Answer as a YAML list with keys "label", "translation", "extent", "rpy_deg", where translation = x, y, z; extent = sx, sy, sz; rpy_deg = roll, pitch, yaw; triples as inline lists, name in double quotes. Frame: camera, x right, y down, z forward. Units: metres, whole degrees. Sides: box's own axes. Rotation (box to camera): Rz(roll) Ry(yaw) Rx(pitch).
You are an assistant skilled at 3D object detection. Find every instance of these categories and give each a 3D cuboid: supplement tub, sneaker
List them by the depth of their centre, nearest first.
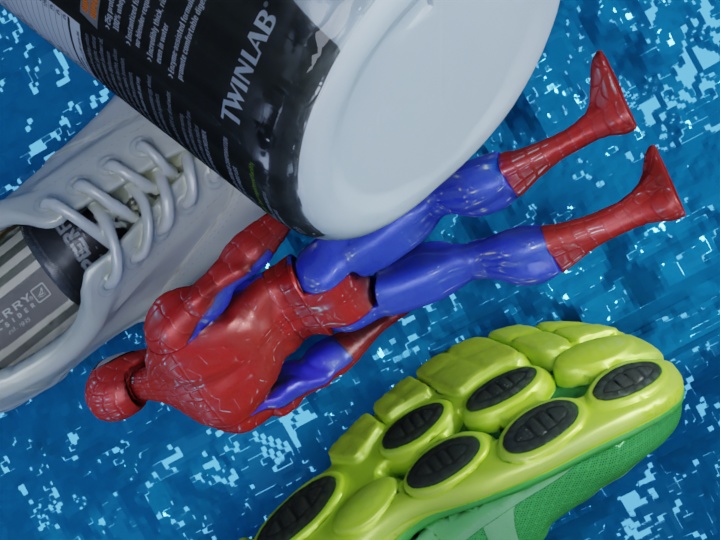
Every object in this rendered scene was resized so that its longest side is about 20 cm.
- label: "supplement tub"
  translation: [-0.048, -0.110, 0.774]
  extent: [0.200, 0.122, 0.123]
  rpy_deg: [39, 107, 24]
- label: "sneaker"
  translation: [-0.073, -0.016, 0.845]
  extent: [0.200, 0.071, 0.073]
  rpy_deg: [-43, 91, 14]
- label: "sneaker"
  translation: [0.024, 0.092, 0.852]
  extent: [0.200, 0.074, 0.084]
  rpy_deg: [-39, 124, 10]

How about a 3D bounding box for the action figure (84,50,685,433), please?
- label: "action figure"
  translation: [0.000, 0.000, 0.829]
  extent: [0.199, 0.052, 0.066]
  rpy_deg: [-27, 129, 10]
